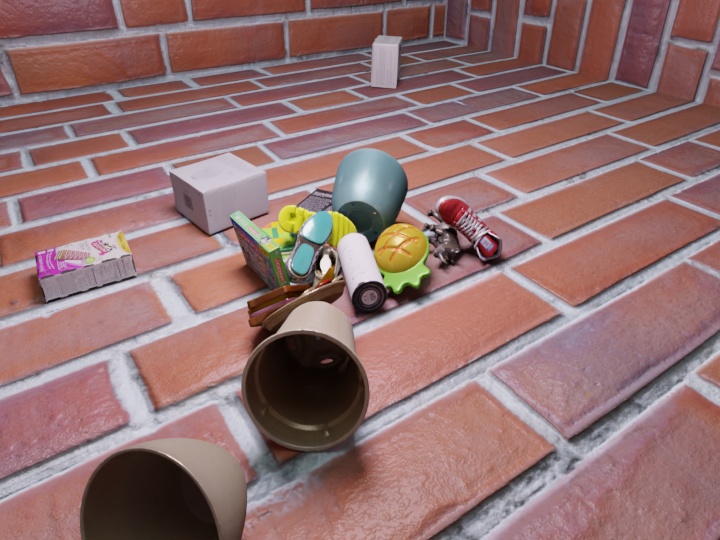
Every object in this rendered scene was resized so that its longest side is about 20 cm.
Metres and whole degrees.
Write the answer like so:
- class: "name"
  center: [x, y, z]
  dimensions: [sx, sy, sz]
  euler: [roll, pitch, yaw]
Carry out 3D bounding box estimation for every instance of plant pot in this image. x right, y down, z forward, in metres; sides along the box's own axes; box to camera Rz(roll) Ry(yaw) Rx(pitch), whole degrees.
- class: "plant pot"
  center: [-0.077, 0.150, 0.901]
  dimensions: [0.192, 0.208, 0.184]
  euler: [1, 20, 3]
- class: "plant pot"
  center: [0.013, -0.173, 1.382]
  dimensions: [0.193, 0.205, 0.164]
  euler: [7, 44, 11]

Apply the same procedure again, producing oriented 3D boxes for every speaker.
- class: "speaker"
  center: [0.000, 0.000, 1.209]
  dimensions: [0.078, 0.084, 0.202]
  euler: [-6, 34, -9]

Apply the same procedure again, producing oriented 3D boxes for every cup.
- class: "cup"
  center: [-0.218, 0.293, 0.681]
  dimensions: [0.193, 0.209, 0.143]
  euler: [10, 8, 16]

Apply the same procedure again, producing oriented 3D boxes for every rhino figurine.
- class: "rhino figurine"
  center: [0.203, -0.076, 1.344]
  dimensions: [0.085, 0.061, 0.203]
  euler: [18, 33, -9]

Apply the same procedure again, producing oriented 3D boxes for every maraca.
- class: "maraca"
  center: [0.093, -0.027, 1.232]
  dimensions: [0.133, 0.108, 0.204]
  euler: [-19, 41, 12]

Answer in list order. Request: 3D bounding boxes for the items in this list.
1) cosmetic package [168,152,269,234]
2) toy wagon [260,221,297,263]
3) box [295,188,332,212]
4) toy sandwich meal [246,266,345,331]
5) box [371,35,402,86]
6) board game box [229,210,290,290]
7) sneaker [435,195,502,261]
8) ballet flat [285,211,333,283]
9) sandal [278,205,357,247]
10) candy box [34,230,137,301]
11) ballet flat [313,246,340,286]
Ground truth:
- class: "cosmetic package"
  center: [-0.384, -0.217, 1.511]
  dimensions: [0.197, 0.127, 0.197]
  euler: [-27, 41, -34]
- class: "toy wagon"
  center: [-0.181, -0.060, 1.345]
  dimensions: [0.149, 0.041, 0.202]
  euler: [-7, 33, -10]
- class: "box"
  center: [-0.103, -0.160, 1.506]
  dimensions: [0.138, 0.037, 0.201]
  euler: [14, 37, 20]
- class: "toy sandwich meal"
  center: [-0.121, 0.052, 1.060]
  dimensions: [0.201, 0.205, 0.072]
  euler: [-23, 80, -31]
- class: "box"
  center: [0.128, -1.017, 2.682]
  dimensions: [0.125, 0.206, 0.201]
  euler: [6, 33, 7]
- class: "board game box"
  center: [-0.218, -0.033, 1.210]
  dimensions: [0.029, 0.138, 0.199]
  euler: [-29, 41, -21]
- class: "sneaker"
  center: [0.263, -0.096, 1.300]
  dimensions: [0.197, 0.072, 0.114]
  euler: [29, 23, -33]
- class: "ballet flat"
  center: [-0.119, -0.049, 1.229]
  dimensions: [0.069, 0.074, 0.204]
  euler: [10, 48, 16]
- class: "sandal"
  center: [-0.100, -0.104, 1.318]
  dimensions: [0.193, 0.082, 0.087]
  euler: [18, -6, -5]
- class: "candy box"
  center: [-0.627, -0.015, 1.258]
  dimensions: [0.195, 0.063, 0.136]
  euler: [-18, 36, -27]
- class: "ballet flat"
  center: [-0.075, -0.017, 1.256]
  dimensions: [0.065, 0.064, 0.202]
  euler: [1, 32, -5]
